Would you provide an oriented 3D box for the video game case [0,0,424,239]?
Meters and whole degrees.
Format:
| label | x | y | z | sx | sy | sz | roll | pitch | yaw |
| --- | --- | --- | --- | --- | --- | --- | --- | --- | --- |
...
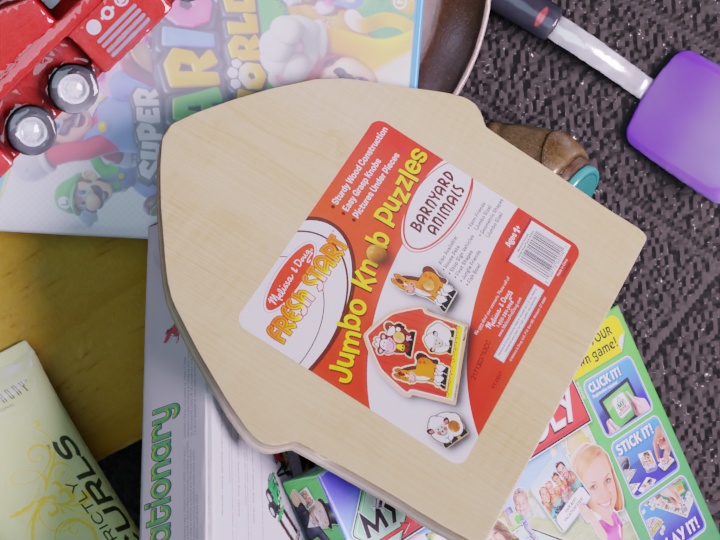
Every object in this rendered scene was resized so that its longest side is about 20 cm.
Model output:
| label | x | y | z | sx | sy | sz | roll | pitch | yaw |
| --- | --- | --- | --- | --- | --- | --- | --- | --- | --- |
| video game case | -0.073 | -0.085 | 0.735 | 0.199 | 0.018 | 0.144 | 3 | 99 | -10 |

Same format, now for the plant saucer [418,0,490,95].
| label | x | y | z | sx | sy | sz | roll | pitch | yaw |
| --- | --- | --- | --- | --- | --- | --- | --- | --- | --- |
| plant saucer | -0.039 | -0.136 | 0.759 | 0.199 | 0.034 | 0.201 | -2 | 100 | -10 |

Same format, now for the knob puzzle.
| label | x | y | z | sx | sy | sz | roll | pitch | yaw |
| --- | --- | --- | --- | --- | --- | --- | --- | --- | --- |
| knob puzzle | 0.000 | 0.000 | 0.700 | 0.218 | 0.030 | 0.221 | 8 | 61 | -14 |

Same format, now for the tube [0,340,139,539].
| label | x | y | z | sx | sy | sz | roll | pitch | yaw |
| --- | --- | --- | --- | --- | --- | --- | --- | --- | --- |
| tube | -0.118 | 0.123 | 0.688 | 0.052 | 0.058 | 0.200 | -41 | 76 | 12 |

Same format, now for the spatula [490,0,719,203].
| label | x | y | z | sx | sy | sz | roll | pitch | yaw |
| --- | --- | --- | --- | --- | --- | --- | --- | --- | --- |
| spatula | 0.106 | -0.108 | 0.786 | 0.200 | 0.021 | 0.057 | 34 | 96 | 2 |

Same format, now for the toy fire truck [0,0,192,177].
| label | x | y | z | sx | sy | sz | roll | pitch | yaw |
| --- | --- | --- | --- | --- | --- | --- | --- | --- | --- |
| toy fire truck | -0.165 | -0.115 | 0.670 | 0.200 | 0.049 | 0.141 | -45 | 111 | -1 |

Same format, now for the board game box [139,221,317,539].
| label | x | y | z | sx | sy | sz | roll | pitch | yaw |
| --- | --- | --- | --- | --- | --- | --- | --- | --- | --- |
| board game box | -0.046 | 0.085 | 0.699 | 0.034 | 0.201 | 0.126 | -21 | 136 | 17 |

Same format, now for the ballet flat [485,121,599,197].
| label | x | y | z | sx | sy | sz | roll | pitch | yaw |
| --- | --- | --- | --- | --- | --- | --- | --- | --- | --- |
| ballet flat | 0.034 | 0.015 | 0.780 | 0.072 | 0.068 | 0.201 | 32 | 94 | 22 |

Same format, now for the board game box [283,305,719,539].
| label | x | y | z | sx | sy | sz | roll | pitch | yaw |
| --- | --- | --- | --- | --- | --- | --- | --- | --- | --- |
| board game box | 0.072 | 0.113 | 0.731 | 0.200 | 0.029 | 0.135 | -25 | 92 | -39 |

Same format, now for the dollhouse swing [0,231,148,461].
| label | x | y | z | sx | sy | sz | roll | pitch | yaw |
| --- | --- | --- | --- | --- | --- | --- | --- | --- | --- |
| dollhouse swing | -0.212 | 0.019 | 0.806 | 0.181 | 0.176 | 0.201 | -25 | 91 | -37 |
